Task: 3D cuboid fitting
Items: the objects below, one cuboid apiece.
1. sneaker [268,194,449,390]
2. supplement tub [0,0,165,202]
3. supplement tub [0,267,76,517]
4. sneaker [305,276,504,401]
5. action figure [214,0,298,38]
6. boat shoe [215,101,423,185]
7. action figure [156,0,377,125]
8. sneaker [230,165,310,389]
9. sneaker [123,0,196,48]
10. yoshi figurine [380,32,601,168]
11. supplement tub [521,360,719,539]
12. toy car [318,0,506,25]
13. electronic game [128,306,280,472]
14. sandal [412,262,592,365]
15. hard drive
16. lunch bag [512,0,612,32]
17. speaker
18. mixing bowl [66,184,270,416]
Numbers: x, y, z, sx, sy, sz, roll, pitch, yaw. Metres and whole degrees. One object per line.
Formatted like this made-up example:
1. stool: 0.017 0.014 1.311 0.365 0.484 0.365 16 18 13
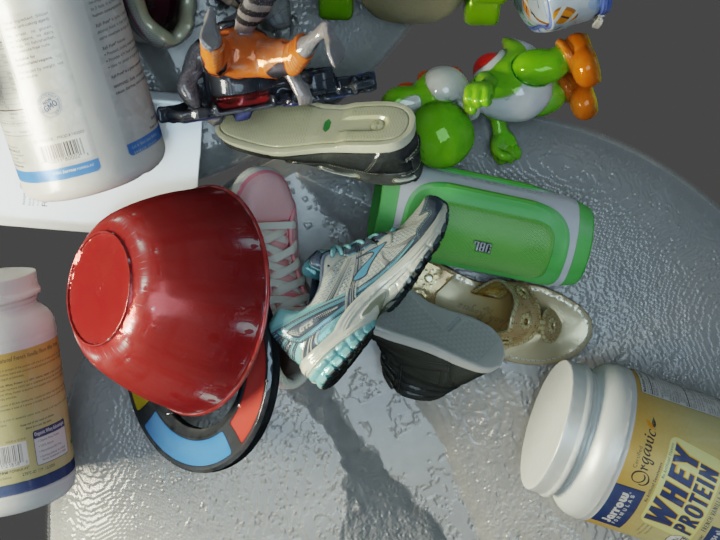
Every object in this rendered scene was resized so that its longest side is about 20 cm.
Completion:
1. sneaker: 0.000 0.000 1.298 0.086 0.078 0.200 38 68 4
2. supplement tub: -0.251 -0.171 1.286 0.130 0.132 0.202 -15 108 -3
3. supplement tub: -0.334 0.106 1.348 0.143 0.144 0.203 -6 98 -4
4. sneaker: 0.024 0.060 1.392 0.199 0.099 0.071 26 50 -14
5. action figure: -0.099 -0.297 1.338 0.129 0.069 0.202 -25 87 30
6. boat shoe: -0.039 -0.113 1.363 0.198 0.068 0.072 8 57 23
7. action figure: -0.075 -0.187 1.293 0.198 0.193 0.106 -11 91 -20
8. sneaker: -0.071 0.011 1.372 0.075 0.104 0.203 -4 102 -34
9. sneaker: -0.181 -0.278 1.304 0.081 0.088 0.201 -30 128 -18
10. yoshi figurine: 0.120 -0.143 1.379 0.198 0.112 0.114 -13 105 0
11. supplement tub: 0.261 0.172 1.403 0.198 0.144 0.146 18 95 -7
12. toy car: 0.047 -0.326 1.334 0.162 0.158 0.203 2 86 -1
13. electronic game: -0.144 0.079 1.356 0.041 0.199 0.203 0 100 -47
14. sandal: 0.123 0.042 1.419 0.210 0.070 0.078 19 95 -7
15. hard drive: -0.245 -0.102 1.389 0.197 0.026 0.134 4 97 -6
16. lunch bag: 0.163 -0.304 1.333 0.075 0.160 0.202 -17 98 -2
17. speaker: 0.110 -0.042 1.400 0.198 0.088 0.090 11 96 -6
18. mixing bowl: -0.178 0.021 1.292 0.108 0.199 0.202 8 98 -43
